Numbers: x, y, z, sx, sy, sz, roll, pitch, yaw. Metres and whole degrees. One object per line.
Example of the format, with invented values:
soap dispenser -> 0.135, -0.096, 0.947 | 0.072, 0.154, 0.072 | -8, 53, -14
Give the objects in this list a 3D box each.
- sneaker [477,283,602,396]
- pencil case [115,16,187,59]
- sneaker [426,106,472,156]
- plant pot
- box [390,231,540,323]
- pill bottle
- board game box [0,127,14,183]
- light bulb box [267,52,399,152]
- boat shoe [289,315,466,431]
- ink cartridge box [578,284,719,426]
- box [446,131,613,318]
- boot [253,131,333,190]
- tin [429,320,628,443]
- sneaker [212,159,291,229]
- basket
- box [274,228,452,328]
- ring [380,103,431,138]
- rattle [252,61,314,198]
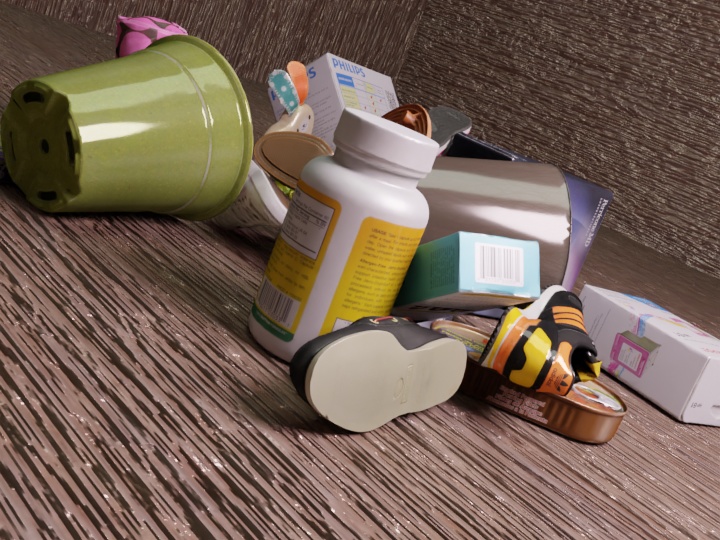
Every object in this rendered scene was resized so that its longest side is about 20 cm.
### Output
sneaker -> 0.180, 0.071, 0.780 | 0.090, 0.070, 0.200 | 33, 21, 22
pencil case -> -0.244, -0.198, 1.023 | 0.093, 0.201, 0.091 | -5, 21, -29
sneaker -> 0.064, -0.137, 1.114 | 0.083, 0.121, 0.200 | 36, 36, 21
plant pot -> -0.244, -0.134, 0.859 | 0.199, 0.201, 0.190 | 28, 26, 27
box -> 0.067, 0.011, 0.764 | 0.082, 0.050, 0.200 | 6, -11, -26
pill bottle -> -0.010, -0.025, 0.708 | 0.112, 0.201, 0.113 | 20, 13, -5
board game box -> -0.385, -0.122, 0.881 | 0.120, 0.032, 0.200 | 32, 16, 23
light bulb box -> -0.019, -0.203, 1.331 | 0.124, 0.201, 0.198 | -22, -11, 29
boat shoe -> 0.008, 0.073, 0.645 | 0.063, 0.074, 0.201 | 19, 8, 32
ink cartridge box -> 0.372, 0.103, 1.052 | 0.144, 0.085, 0.200 | 11, 18, -37
box -> 0.191, -0.047, 1.108 | 0.197, 0.201, 0.123 | 11, 16, -37
boot -> -0.039, -0.091, 1.078 | 0.199, 0.077, 0.155 | 17, -22, 1
tin -> 0.153, 0.104, 0.814 | 0.199, 0.042, 0.112 | 23, 17, 6
sneaker -> -0.123, -0.068, 0.971 | 0.073, 0.085, 0.200 | 48, -2, -21
basket -> 0.101, -0.048, 0.904 | 0.199, 0.181, 0.136 | 9, -26, -13
box -> 0.000, 0.000, 0.955 | 0.157, 0.049, 0.200 | 17, 14, -21
ring -> -0.004, -0.082, 0.843 | 0.019, 0.201, 0.200 | 33, 8, -24
rattle -> -0.068, -0.163, 1.156 | 0.143, 0.201, 0.130 | 32, 17, 38
